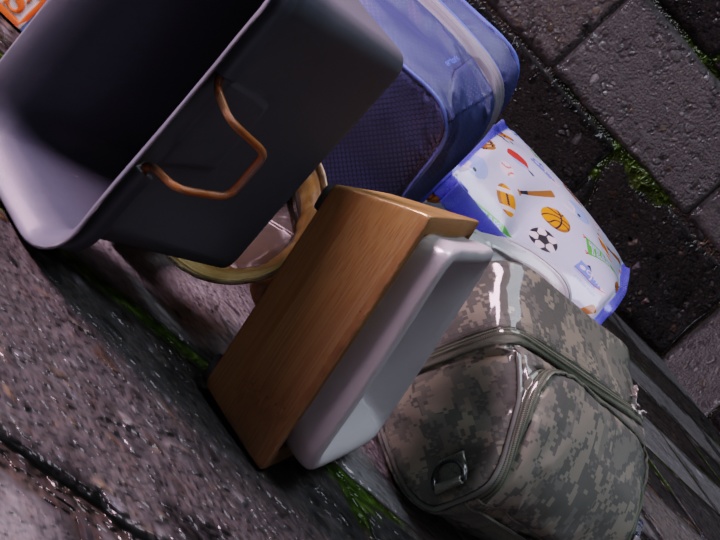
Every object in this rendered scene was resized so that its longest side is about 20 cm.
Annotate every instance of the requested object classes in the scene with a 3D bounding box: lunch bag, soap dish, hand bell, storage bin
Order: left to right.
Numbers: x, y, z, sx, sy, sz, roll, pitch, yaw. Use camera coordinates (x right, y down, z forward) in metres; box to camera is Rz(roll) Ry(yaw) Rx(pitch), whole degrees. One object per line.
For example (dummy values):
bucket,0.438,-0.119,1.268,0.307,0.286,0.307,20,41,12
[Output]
storage bin,-0.075,-0.089,0.897,0.134,0.200,0.146,21,27,-49
hand bell,-0.061,-0.006,1.080,0.104,0.104,0.200,51,-9,20
lunch bag,-0.007,-0.138,1.145,0.200,0.136,0.132,44,38,5
soap dish,-0.003,0.026,0.983,0.081,0.157,0.200,34,7,8
lunch bag,0.113,-0.016,1.328,0.170,0.124,0.200,47,10,-1
lunch bag,0.102,0.113,1.160,0.200,0.139,0.168,37,41,-46

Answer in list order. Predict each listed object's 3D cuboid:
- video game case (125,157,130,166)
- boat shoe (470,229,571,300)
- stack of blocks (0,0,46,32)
video game case,-0.136,-0.118,1.071,0.182,0.024,0.200,-16,95,-80
boat shoe,0.053,0.000,1.190,0.200,0.074,0.065,15,3,-8
stack of blocks,-0.185,-0.202,1.214,0.200,0.115,0.059,44,9,-18
